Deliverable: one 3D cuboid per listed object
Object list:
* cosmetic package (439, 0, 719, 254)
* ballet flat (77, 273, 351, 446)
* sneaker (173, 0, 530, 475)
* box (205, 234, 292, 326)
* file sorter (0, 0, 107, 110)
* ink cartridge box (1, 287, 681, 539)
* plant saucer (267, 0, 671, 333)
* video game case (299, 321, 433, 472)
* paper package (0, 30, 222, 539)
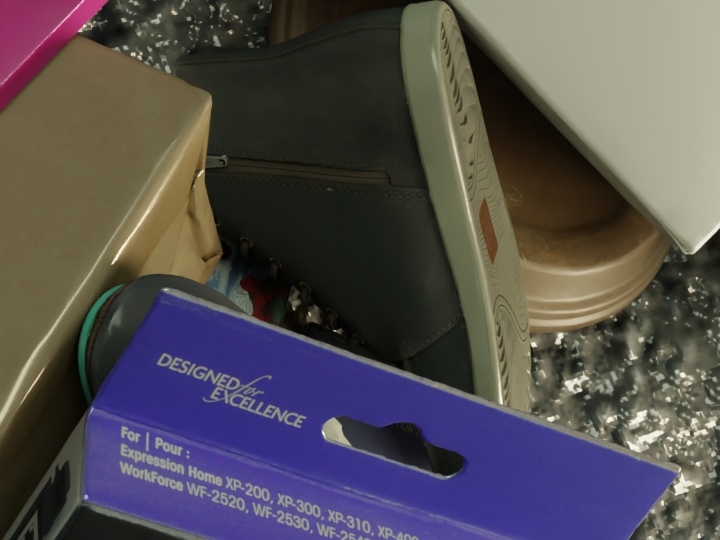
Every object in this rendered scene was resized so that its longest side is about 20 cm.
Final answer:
[{"bbox_3d":[0.086,-0.116,0.936,0.108,0.085,0.200,-43,111,3],"label":"cosmetic package"},{"bbox_3d":[-0.025,0.070,0.831,0.073,0.200,0.073,-11,52,14],"label":"ballet flat"},{"bbox_3d":[0.000,0.000,0.929,0.075,0.106,0.201,-64,145,-63],"label":"sneaker"},{"bbox_3d":[-0.105,0.033,0.920,0.137,0.040,0.200,23,61,-13],"label":"box"},{"bbox_3d":[-0.171,-0.117,0.768,0.139,0.126,0.200,32,63,17],"label":"file sorter"},{"bbox_3d":[-0.024,0.116,0.791,0.198,0.200,0.043,19,31,-27],"label":"ink cartridge box"},{"bbox_3d":[0.055,-0.071,1.016,0.200,0.029,0.201,16,57,-26],"label":"plant saucer"},{"bbox_3d":[0.011,0.134,0.937,0.143,0.019,0.200,26,60,-11],"label":"video game case"},{"bbox_3d":[-0.173,-0.003,0.832,0.200,0.104,0.191,23,63,13],"label":"paper package"}]
